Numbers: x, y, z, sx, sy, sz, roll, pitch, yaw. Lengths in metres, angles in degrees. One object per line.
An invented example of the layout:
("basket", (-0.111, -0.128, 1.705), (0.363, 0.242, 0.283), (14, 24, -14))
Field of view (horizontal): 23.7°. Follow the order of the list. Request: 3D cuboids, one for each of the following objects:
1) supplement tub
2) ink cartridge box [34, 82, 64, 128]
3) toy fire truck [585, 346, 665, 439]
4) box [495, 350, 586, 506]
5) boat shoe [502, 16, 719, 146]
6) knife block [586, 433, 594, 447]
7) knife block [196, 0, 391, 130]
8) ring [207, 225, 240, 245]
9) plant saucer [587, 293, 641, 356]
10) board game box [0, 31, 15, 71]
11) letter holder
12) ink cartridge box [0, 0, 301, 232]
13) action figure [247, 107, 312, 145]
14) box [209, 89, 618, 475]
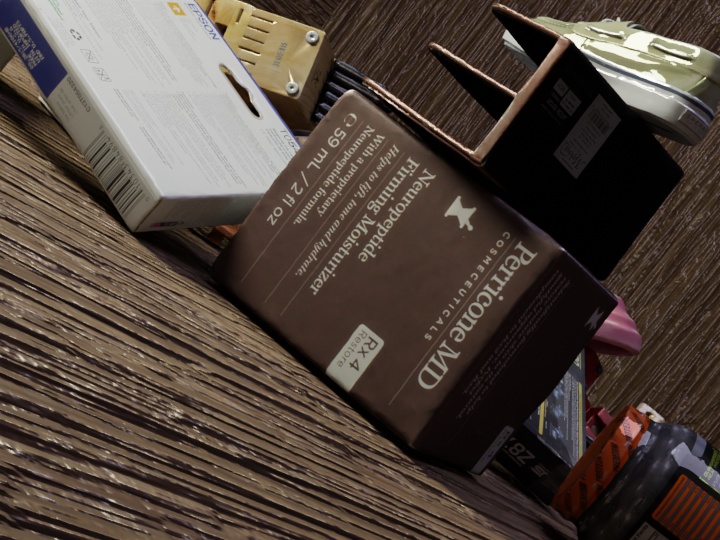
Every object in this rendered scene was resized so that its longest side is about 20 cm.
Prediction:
("supplement tub", (0.245, 0.196, 1.248), (0.200, 0.123, 0.123), (39, 3, 5))
("ink cartridge box", (-0.218, -0.222, 1.370), (0.146, 0.084, 0.201), (-135, -144, -56))
("toy fire truck", (0.240, 0.156, 1.592), (0.141, 0.049, 0.201), (-3, -63, 43))
("box", (0.122, 0.072, 1.419), (0.161, 0.049, 0.200), (41, 30, -21))
("boat shoe", (0.184, -0.147, 1.227), (0.200, 0.062, 0.072), (33, -2, 44))
("knife block", (0.226, 0.197, 1.539), (0.200, 0.064, 0.176), (36, 4, -25))
("knife block", (-0.074, -0.164, 1.493), (0.199, 0.064, 0.176), (20, -11, 10))
("ring", (-0.161, -0.070, 1.456), (0.200, 0.019, 0.200), (37, 3, -2))
("plant saucer", (0.169, 0.036, 1.620), (0.200, 0.051, 0.201), (12, -5, 1))
("board game box", (-0.321, -0.210, 1.276), (0.147, 0.064, 0.200), (38, 5, -17))
("letter holder", (0.112, -0.101, 1.201), (0.142, 0.101, 0.200), (37, 0, 39))
("ink cartridge box", (-0.139, -0.116, 1.218), (0.197, 0.043, 0.200), (55, 27, 18))
("action figure", (-0.090, -0.089, 1.388), (0.200, 0.130, 0.070), (-19, 99, -80))
("box", (0.040, 0.011, 1.195), (0.200, 0.166, 0.164), (39, 2, 25))
